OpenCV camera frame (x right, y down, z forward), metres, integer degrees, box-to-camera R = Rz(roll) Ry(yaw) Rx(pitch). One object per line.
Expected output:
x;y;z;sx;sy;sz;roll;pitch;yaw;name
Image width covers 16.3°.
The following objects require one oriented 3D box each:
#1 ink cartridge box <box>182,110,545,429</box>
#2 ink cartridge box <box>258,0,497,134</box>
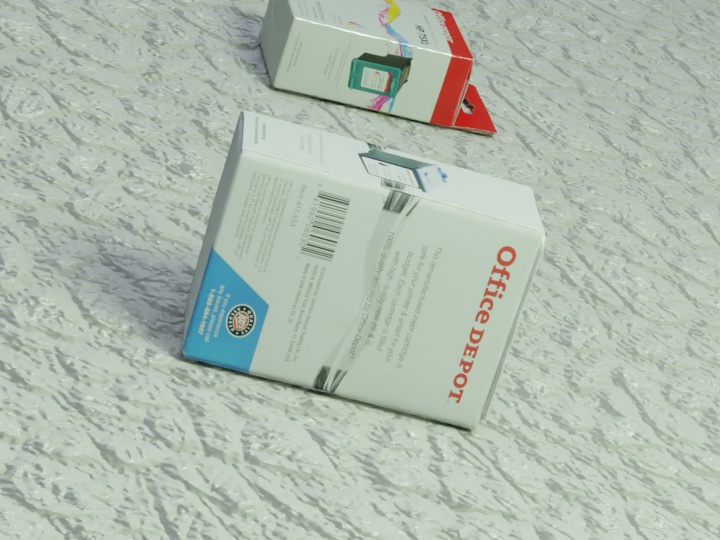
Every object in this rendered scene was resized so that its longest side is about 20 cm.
0.000;0.000;1.597;0.199;0.147;0.086;14;22;-9;ink cartridge box
0.022;-0.182;2.113;0.199;0.067;0.116;12;24;-15;ink cartridge box
